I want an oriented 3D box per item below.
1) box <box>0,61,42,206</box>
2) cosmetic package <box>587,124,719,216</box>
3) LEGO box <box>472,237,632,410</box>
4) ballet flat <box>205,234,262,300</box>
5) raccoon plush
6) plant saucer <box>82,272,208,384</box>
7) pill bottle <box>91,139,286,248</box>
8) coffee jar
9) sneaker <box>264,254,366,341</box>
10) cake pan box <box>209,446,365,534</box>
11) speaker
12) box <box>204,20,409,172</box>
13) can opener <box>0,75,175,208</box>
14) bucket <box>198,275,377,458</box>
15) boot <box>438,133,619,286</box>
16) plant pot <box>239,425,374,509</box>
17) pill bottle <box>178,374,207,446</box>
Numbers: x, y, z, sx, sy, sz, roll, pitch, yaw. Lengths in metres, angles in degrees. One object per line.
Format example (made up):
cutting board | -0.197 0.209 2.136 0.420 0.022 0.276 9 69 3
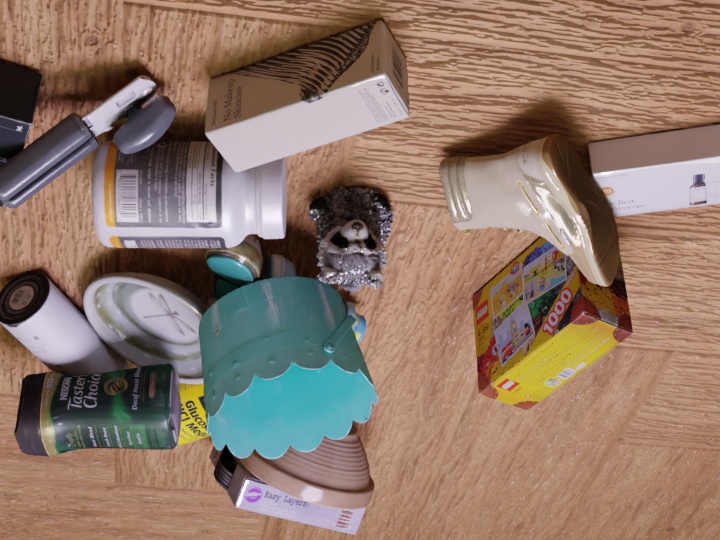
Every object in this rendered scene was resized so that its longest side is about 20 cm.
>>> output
box | -0.441 -0.159 1.283 0.199 0.079 0.141 15 142 -19
cosmetic package | 0.354 -0.110 1.378 0.199 0.051 0.083 -8 140 11
LEGO box | 0.225 0.051 1.508 0.077 0.149 0.200 20 138 -25
ballet flat | -0.141 -0.008 1.468 0.070 0.071 0.200 3 160 -4
raccoon plush | 0.000 0.000 1.448 0.096 0.134 0.200 -9 142 9
plant saucer | -0.246 0.061 1.569 0.199 0.050 0.201 16 142 13
pill bottle | -0.181 -0.082 1.355 0.199 0.117 0.117 0 143 -1
coffee jar | -0.327 0.174 1.571 0.199 0.105 0.086 -4 138 -1
sneaker | -0.056 0.044 1.556 0.130 0.080 0.200 3 152 -1
cake pan box | -0.111 0.303 1.818 0.199 0.184 0.053 17 96 -23
speaker | -0.377 0.090 1.608 0.081 0.081 0.200 -14 141 17
box | -0.054 -0.173 1.267 0.199 0.082 0.068 -16 141 18
can opener | -0.280 -0.123 1.282 0.200 0.067 0.053 -38 166 -6
bucket | -0.089 0.111 1.450 0.206 0.135 0.207 -10 147 -7
boot | 0.187 -0.057 1.389 0.155 0.073 0.200 -7 134 36
plant pot | -0.064 0.251 1.779 0.200 0.201 0.093 19 98 -23
pill bottle | -0.197 0.159 1.673 0.199 0.113 0.112 -22 138 26
